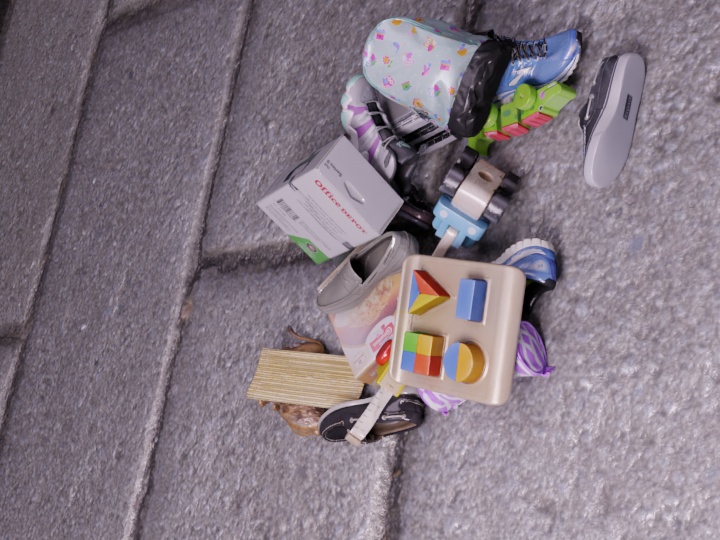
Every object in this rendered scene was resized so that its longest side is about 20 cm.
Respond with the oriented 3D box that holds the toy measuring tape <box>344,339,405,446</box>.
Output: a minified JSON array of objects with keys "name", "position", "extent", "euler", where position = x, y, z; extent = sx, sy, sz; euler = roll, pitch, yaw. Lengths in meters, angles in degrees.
[{"name":"toy measuring tape","position":[0.036,0.166,1.669],"extent":[0.073,0.074,0.201],"euler":[21,73,50]}]

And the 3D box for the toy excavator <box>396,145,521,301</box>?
[{"name":"toy excavator","position":[0.136,-0.054,1.680],"extent":[0.201,0.099,0.195],"euler":[-63,-6,35]}]

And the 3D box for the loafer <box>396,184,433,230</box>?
[{"name":"loafer","position":[0.059,-0.126,1.851],"extent":[0.063,0.072,0.200],"euler":[-60,37,3]}]

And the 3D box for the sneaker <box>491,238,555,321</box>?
[{"name":"sneaker","position":[0.192,0.036,1.610],"extent":[0.199,0.078,0.090],"euler":[-35,47,33]}]

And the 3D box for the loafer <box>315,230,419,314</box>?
[{"name":"loafer","position":[0.000,0.000,1.742],"extent":[0.200,0.070,0.070],"euler":[-38,49,26]}]

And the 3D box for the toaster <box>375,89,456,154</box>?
[{"name":"toaster","position":[0.097,-0.270,1.840],"extent":[0.199,0.113,0.130],"euler":[-21,60,38]}]

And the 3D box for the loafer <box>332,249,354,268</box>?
[{"name":"loafer","position":[-0.016,-0.082,1.922],"extent":[0.071,0.063,0.202],"euler":[-19,75,32]}]

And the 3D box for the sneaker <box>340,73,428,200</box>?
[{"name":"sneaker","position":[0.046,-0.205,1.765],"extent":[0.139,0.077,0.202],"euler":[6,110,41]}]

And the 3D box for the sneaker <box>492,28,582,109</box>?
[{"name":"sneaker","position":[0.242,-0.310,1.706],"extent":[0.199,0.089,0.079],"euler":[-22,47,38]}]

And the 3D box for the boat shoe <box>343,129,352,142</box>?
[{"name":"boat shoe","position":[0.010,-0.277,1.970],"extent":[0.072,0.072,0.202],"euler":[25,92,51]}]

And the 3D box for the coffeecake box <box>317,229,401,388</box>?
[{"name":"coffeecake box","position":[0.032,0.058,1.790],"extent":[0.154,0.073,0.201],"euler":[-45,45,21]}]

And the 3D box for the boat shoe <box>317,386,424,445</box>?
[{"name":"boat shoe","position":[0.014,0.233,1.737],"extent":[0.199,0.074,0.061],"euler":[-22,52,31]}]

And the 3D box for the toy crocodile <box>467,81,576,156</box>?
[{"name":"toy crocodile","position":[0.236,-0.229,1.703],"extent":[0.199,0.067,0.062],"euler":[-20,65,44]}]

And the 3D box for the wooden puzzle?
[{"name":"wooden puzzle","position":[0.122,0.077,1.560],"extent":[0.199,0.046,0.187],"euler":[8,90,41]}]

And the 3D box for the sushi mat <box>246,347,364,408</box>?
[{"name":"sushi mat","position":[-0.084,0.175,1.835],"extent":[0.198,0.012,0.096],"euler":[4,54,22]}]

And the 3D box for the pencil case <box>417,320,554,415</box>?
[{"name":"pencil case","position":[0.168,0.140,1.601],"extent":[0.199,0.084,0.086],"euler":[-29,91,40]}]

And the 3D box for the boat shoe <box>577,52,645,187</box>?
[{"name":"boat shoe","position":[0.335,-0.208,1.579],"extent":[0.067,0.071,0.202],"euler":[4,74,46]}]

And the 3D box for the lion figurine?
[{"name":"lion figurine","position":[-0.096,0.177,1.883],"extent":[0.122,0.072,0.202],"euler":[-9,62,36]}]

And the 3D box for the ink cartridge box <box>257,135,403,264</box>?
[{"name":"ink cartridge box","position":[-0.048,-0.106,1.775],"extent":[0.199,0.146,0.084],"euler":[-21,27,56]}]

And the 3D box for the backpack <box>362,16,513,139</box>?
[{"name":"backpack","position":[0.104,-0.301,1.674],"extent":[0.199,0.126,0.168],"euler":[27,103,18]}]
